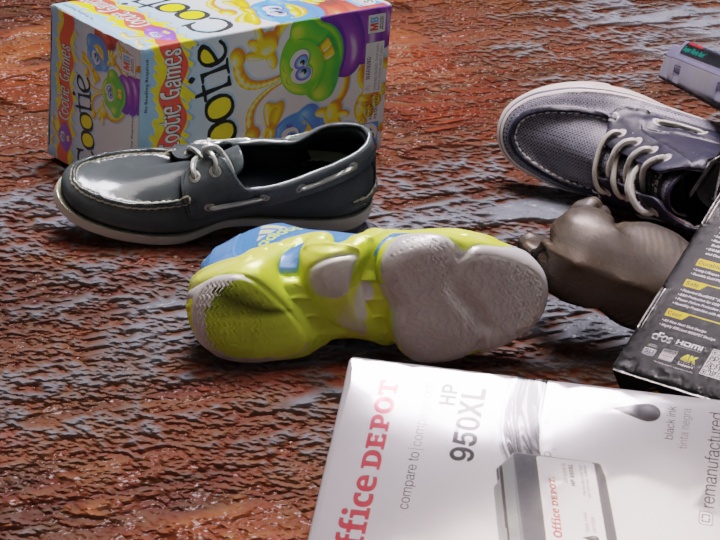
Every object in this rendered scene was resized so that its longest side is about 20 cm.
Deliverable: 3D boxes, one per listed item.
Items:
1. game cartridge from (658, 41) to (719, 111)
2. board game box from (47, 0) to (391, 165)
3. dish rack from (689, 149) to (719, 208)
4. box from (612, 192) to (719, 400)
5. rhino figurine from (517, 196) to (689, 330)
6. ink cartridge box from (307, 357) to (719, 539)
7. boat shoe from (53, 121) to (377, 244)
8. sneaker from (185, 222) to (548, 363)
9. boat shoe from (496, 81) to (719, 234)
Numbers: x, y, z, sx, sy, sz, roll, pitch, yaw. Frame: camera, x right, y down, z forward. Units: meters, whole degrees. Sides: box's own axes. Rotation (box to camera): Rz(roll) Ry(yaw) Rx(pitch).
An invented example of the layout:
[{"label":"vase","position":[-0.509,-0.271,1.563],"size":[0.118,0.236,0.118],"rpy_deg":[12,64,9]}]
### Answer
[{"label":"game cartridge","position":[0.270,-0.099,1.739],"size":[0.129,0.039,0.200],"rpy_deg":[31,4,-14]},{"label":"board game box","position":[-0.090,-0.123,1.759],"size":[0.199,0.106,0.103],"rpy_deg":[-14,29,-36]},{"label":"dish rack","position":[0.269,-0.047,1.518],"size":[0.153,0.200,0.055],"rpy_deg":[26,59,-1]},{"label":"box","position":[0.252,0.029,1.404],"size":[0.199,0.049,0.160],"rpy_deg":[17,59,35]},{"label":"rhino figurine","position":[0.186,0.013,1.522],"size":[0.199,0.060,0.087],"rpy_deg":[19,9,-2]},{"label":"ink cartridge box","position":[0.079,0.124,1.159],"size":[0.198,0.085,0.145],"rpy_deg":[6,43,7]},{"label":"boat shoe","position":[-0.084,-0.061,1.641],"size":[0.199,0.062,0.073],"rpy_deg":[-1,46,-16]},{"label":"sneaker","position":[0.000,0.000,1.511],"size":[0.198,0.076,0.105],"rpy_deg":[-1,22,-9]},{"label":"boat shoe","position":[0.175,-0.068,1.703],"size":[0.199,0.075,0.093],"rpy_deg":[10,15,13]}]
